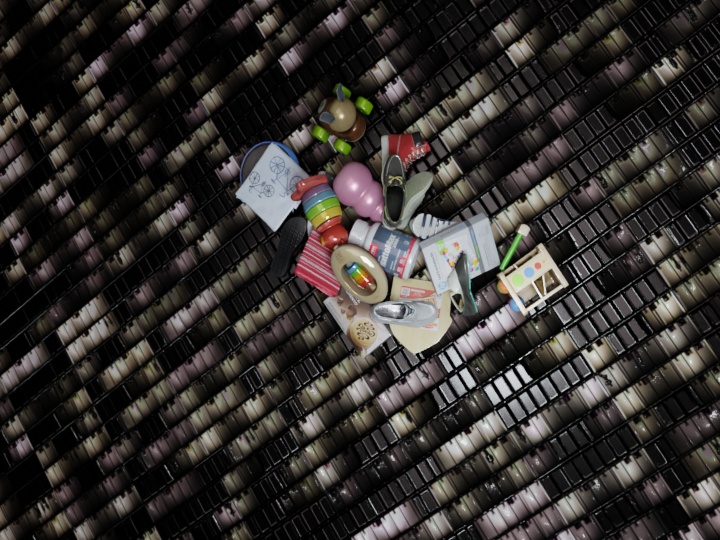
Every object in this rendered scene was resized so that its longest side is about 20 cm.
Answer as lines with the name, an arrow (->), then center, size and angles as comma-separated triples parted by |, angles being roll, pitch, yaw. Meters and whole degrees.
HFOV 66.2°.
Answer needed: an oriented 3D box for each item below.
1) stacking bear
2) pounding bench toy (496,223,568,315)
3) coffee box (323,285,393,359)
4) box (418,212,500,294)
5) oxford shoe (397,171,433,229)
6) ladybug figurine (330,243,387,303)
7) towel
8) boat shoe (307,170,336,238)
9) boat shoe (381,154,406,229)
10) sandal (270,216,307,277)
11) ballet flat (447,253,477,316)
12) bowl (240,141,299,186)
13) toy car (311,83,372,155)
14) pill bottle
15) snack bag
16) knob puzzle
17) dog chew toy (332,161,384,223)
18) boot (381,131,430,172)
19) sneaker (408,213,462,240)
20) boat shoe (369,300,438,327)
stacking bear -> -0.100, -0.152, 1.547 | 0.111, 0.121, 0.205 | -23, 84, -23
pounding bench toy -> 0.429, -0.002, 1.484 | 0.154, 0.124, 0.204 | -34, 82, 10
coffee box -> -0.004, 0.136, 1.600 | 0.112, 0.080, 0.203 | -37, 81, 8
box -> 0.271, -0.045, 1.507 | 0.194, 0.042, 0.159 | -24, 121, 2
oxford shoe -> 0.143, -0.199, 1.579 | 0.074, 0.058, 0.203 | 21, 69, 40
ladybug figurine -> 0.000, 0.000, 1.516 | 0.134, 0.073, 0.201 | -31, 108, 33
towel -> -0.096, -0.043, 1.585 | 0.142, 0.022, 0.205 | 30, 63, -16
boat shoe -> -0.109, -0.190, 1.644 | 0.064, 0.070, 0.208 | 10, 84, 13
boat shoe -> 0.094, -0.219, 1.497 | 0.069, 0.061, 0.210 | 3, 83, -10
sandal -> -0.215, -0.075, 1.678 | 0.074, 0.045, 0.204 | 34, 110, 17
ballet flat -> 0.274, 0.049, 1.501 | 0.066, 0.069, 0.205 | -14, 122, 6
bowl -> -0.280, -0.294, 1.695 | 0.192, 0.039, 0.210 | 0, 89, 13
toy car -> -0.069, -0.449, 1.570 | 0.155, 0.200, 0.168 | 31, 94, 11
pill bottle -> 0.065, -0.065, 1.567 | 0.194, 0.119, 0.124 | 22, 93, 10
snack bag -> -0.257, -0.246, 1.658 | 0.187, 0.021, 0.202 | 40, 96, 11
knob puzzle -> 0.166, 0.132, 1.579 | 0.210, 0.030, 0.229 | -1, 82, 9
dog chew toy -> 0.014, -0.214, 1.589 | 0.199, 0.125, 0.125 | 41, 97, -6
boot -> 0.132, -0.301, 1.571 | 0.138, 0.073, 0.208 | -4, 70, 10
sneaker -> 0.217, -0.113, 1.560 | 0.193, 0.115, 0.083 | 18, 94, -17
boat shoe -> 0.124, 0.113, 1.524 | 0.192, 0.069, 0.075 | 7, 80, -4
